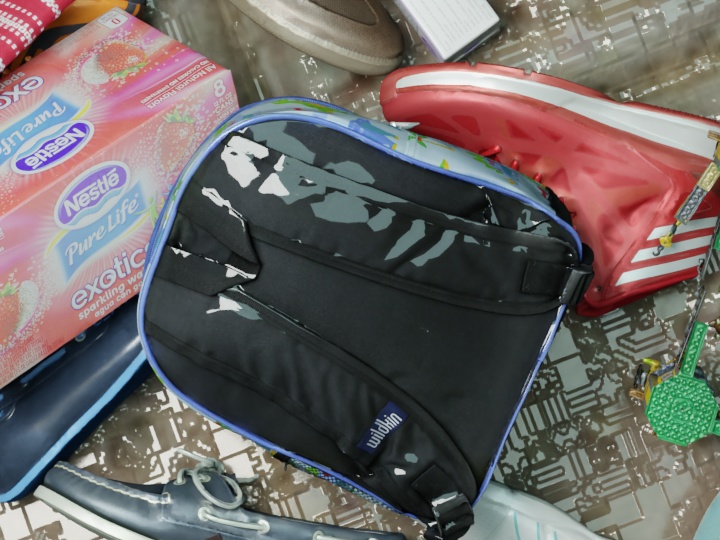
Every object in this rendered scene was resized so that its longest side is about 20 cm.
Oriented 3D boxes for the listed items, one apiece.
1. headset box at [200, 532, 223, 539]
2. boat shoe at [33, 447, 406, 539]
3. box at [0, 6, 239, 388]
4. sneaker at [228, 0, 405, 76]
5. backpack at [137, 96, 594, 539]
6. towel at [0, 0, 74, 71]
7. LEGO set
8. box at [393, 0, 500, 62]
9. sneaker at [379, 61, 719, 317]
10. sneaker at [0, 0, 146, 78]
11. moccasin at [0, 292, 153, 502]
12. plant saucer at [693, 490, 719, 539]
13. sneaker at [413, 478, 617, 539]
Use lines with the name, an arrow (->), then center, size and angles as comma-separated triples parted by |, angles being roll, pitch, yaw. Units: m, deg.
headset box -> -0.097, 0.254, 1.261 | 0.077, 0.149, 0.201 | -17, 82, -38
boat shoe -> -0.073, 0.134, 1.316 | 0.199, 0.075, 0.062 | 19, 86, 2
box -> -0.161, -0.036, 1.271 | 0.200, 0.095, 0.102 | -35, 45, -26
sneaker -> -0.049, -0.186, 1.341 | 0.200, 0.070, 0.076 | 37, 115, 6
backpack -> -0.009, 0.009, 1.245 | 0.199, 0.147, 0.184 | 23, 100, -9
towel -> -0.250, -0.106, 1.271 | 0.144, 0.023, 0.200 | 24, 61, 33
LEGO set -> 0.227, 0.013, 1.308 | 0.153, 0.116, 0.201 | 8, 100, 3
box -> 0.003, -0.203, 1.368 | 0.041, 0.039, 0.200 | -37, 84, -1
sneaker -> 0.100, -0.040, 1.330 | 0.199, 0.078, 0.116 | 11, 83, 4
sneaker -> -0.206, -0.099, 1.351 | 0.199, 0.078, 0.113 | -11, 88, 10
moccasin -> -0.144, 0.036, 1.325 | 0.068, 0.080, 0.200 | 44, 86, 5
plant saucer -> 0.267, 0.162, 1.278 | 0.199, 0.027, 0.201 | -3, 116, -6
sneaker -> 0.097, 0.164, 1.312 | 0.199, 0.070, 0.081 | 26, 88, 3
